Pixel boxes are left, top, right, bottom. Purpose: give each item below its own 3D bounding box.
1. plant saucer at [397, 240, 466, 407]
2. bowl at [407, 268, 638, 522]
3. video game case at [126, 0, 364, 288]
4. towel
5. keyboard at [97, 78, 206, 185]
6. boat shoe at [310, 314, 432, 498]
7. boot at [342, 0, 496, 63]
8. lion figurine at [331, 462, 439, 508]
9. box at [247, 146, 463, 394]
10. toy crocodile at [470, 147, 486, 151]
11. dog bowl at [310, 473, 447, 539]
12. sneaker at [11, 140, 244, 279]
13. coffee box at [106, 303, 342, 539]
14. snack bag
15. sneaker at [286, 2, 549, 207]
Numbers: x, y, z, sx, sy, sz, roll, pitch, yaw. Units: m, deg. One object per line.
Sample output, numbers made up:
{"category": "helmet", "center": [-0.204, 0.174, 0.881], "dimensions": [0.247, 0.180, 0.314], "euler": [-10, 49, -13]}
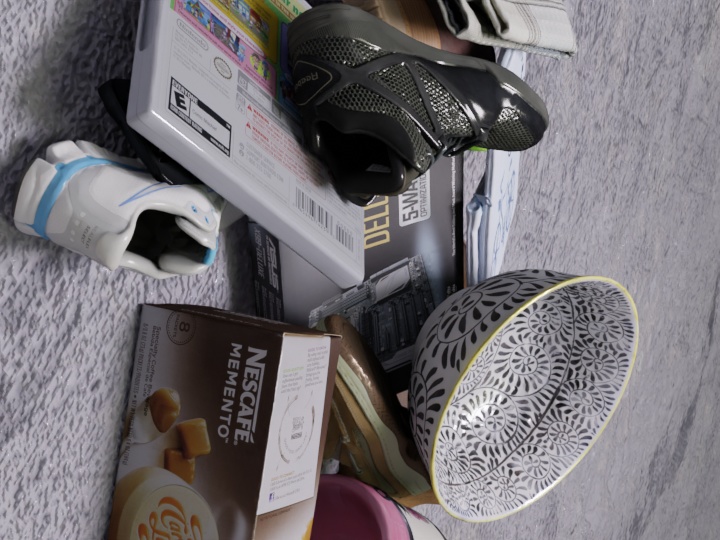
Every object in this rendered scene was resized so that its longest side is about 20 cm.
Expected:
{"category": "plant saucer", "center": [0.052, 0.061, 1.197], "dimensions": [0.200, 0.032, 0.202], "euler": [-28, 123, -56]}
{"category": "bowl", "center": [0.098, 0.072, 0.969], "dimensions": [0.200, 0.094, 0.202], "euler": [-25, 133, -30]}
{"category": "video game case", "center": [-0.061, -0.111, 0.815], "dimensions": [0.200, 0.022, 0.184], "euler": [38, 42, -43]}
{"category": "towel", "center": [0.086, -0.246, 0.958], "dimensions": [0.199, 0.034, 0.194], "euler": [-9, 77, -60]}
{"category": "keyboard", "center": [-0.079, -0.103, 0.820], "dimensions": [0.040, 0.104, 0.200], "euler": [-44, 165, 24]}
{"category": "boat shoe", "center": [-0.008, 0.111, 0.952], "dimensions": [0.072, 0.076, 0.201], "euler": [-105, 170, -45]}
{"category": "boot", "center": [0.034, -0.228, 0.984], "dimensions": [0.166, 0.072, 0.202], "euler": [1, 78, -58]}
{"category": "lion figurine", "center": [0.034, 0.169, 1.065], "dimensions": [0.073, 0.199, 0.123], "euler": [52, 24, -17]}
{"category": "box", "center": [0.000, 0.000, 0.980], "dimensions": [0.157, 0.050, 0.202], "euler": [-17, 120, -28]}
{"category": "toy crocodile", "center": [0.103, -0.137, 1.196], "dimensions": [0.200, 0.061, 0.068], "euler": [-20, 117, -60]}
{"category": "dog bowl", "center": [-0.033, 0.230, 0.931], "dimensions": [0.074, 0.199, 0.201], "euler": [52, 52, -38]}
{"category": "sneaker", "center": [-0.107, -0.029, 0.788], "dimensions": [0.199, 0.086, 0.075], "euler": [-16, 136, -58]}
{"category": "coffee box", "center": [-0.090, 0.129, 0.860], "dimensions": [0.080, 0.113, 0.202], "euler": [6, 94, -62]}
{"category": "snack bag", "center": [0.106, -0.089, 1.040], "dimensions": [0.189, 0.021, 0.202], "euler": [-67, 160, -55]}
{"category": "sneaker", "center": [0.040, -0.085, 0.852], "dimensions": [0.198, 0.076, 0.115], "euler": [15, 65, -38]}
